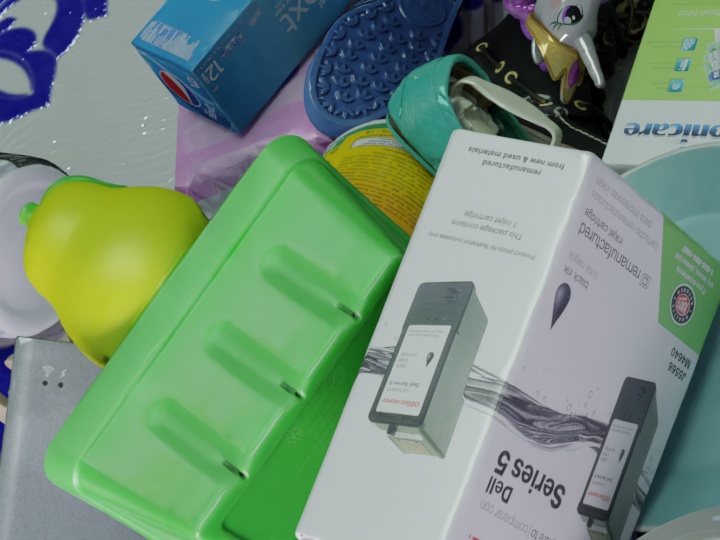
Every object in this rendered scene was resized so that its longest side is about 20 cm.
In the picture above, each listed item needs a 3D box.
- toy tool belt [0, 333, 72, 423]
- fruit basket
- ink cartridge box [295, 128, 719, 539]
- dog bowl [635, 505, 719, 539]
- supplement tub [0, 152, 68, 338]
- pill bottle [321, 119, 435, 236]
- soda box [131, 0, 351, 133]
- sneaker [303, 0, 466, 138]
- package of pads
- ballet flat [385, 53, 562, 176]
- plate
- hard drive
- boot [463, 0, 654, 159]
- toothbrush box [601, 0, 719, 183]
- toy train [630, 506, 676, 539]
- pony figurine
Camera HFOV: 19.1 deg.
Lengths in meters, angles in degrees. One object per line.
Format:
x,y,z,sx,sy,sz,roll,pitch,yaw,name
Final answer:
-0.159,0.070,1.296,0.200,0.123,0.125,-35,4,3,toy tool belt
-0.072,0.032,1.044,0.215,0.155,0.216,-17,55,26,fruit basket
0.073,0.058,0.975,0.084,0.145,0.200,13,77,39,ink cartridge box
0.166,0.195,0.971,0.200,0.200,0.059,-42,31,0,dog bowl
-0.292,-0.025,1.457,0.200,0.123,0.123,8,64,36,supplement tub
0.000,0.000,1.204,0.113,0.113,0.200,-16,21,23,pill bottle
-0.049,-0.187,1.353,0.064,0.068,0.200,28,73,40,soda box
0.018,-0.144,1.353,0.070,0.078,0.200,35,55,1,sneaker
-0.057,-0.126,1.410,0.120,0.076,0.200,-15,52,20,package of pads
0.098,-0.042,1.191,0.070,0.200,0.067,-47,-7,40,ballet flat
0.162,0.033,1.034,0.200,0.026,0.200,-17,59,31,plate
-0.119,0.141,1.098,0.139,0.033,0.200,7,85,-7,hard drive
0.139,-0.120,1.285,0.151,0.073,0.200,-51,39,-7,boot
0.219,-0.100,1.168,0.086,0.146,0.200,5,62,34,toothbrush box
0.116,0.168,1.068,0.200,0.114,0.087,-21,51,19,toy train
0.100,-0.218,1.218,0.193,0.166,0.200,37,116,37,pony figurine
